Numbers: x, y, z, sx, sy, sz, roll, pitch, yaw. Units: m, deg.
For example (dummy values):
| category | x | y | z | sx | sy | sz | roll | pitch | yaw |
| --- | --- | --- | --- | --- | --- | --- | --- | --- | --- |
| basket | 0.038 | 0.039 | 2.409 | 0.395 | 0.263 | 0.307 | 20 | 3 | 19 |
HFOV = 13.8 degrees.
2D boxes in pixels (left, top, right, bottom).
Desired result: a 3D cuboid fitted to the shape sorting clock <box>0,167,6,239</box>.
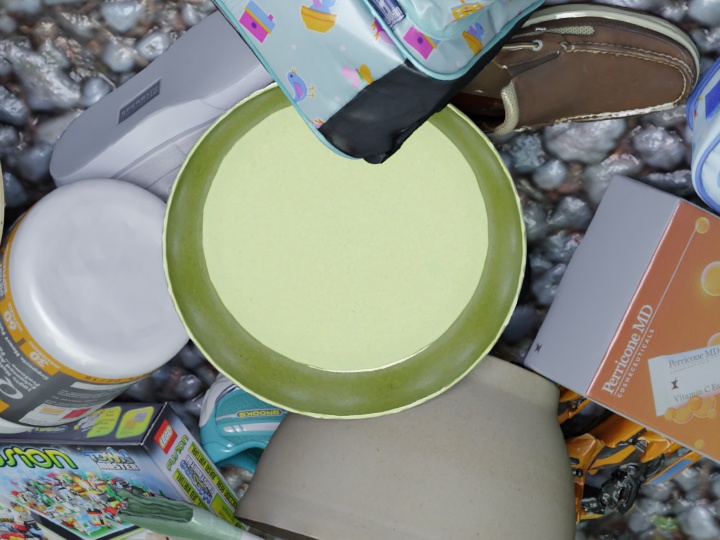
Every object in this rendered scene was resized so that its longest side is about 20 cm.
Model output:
| category | x | y | z | sx | sy | sz | roll | pitch | yaw |
| --- | --- | --- | --- | --- | --- | --- | --- | --- | --- |
| shape sorting clock | -0.271 | -0.065 | 1.681 | 0.200 | 0.039 | 0.201 | 16 | 114 | 40 |

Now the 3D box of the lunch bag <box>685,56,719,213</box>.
| category | x | y | z | sx | sy | sz | roll | pitch | yaw |
| --- | --- | --- | --- | --- | --- | --- | --- | --- | --- |
| lunch bag | 0.281 | -0.098 | 1.631 | 0.160 | 0.083 | 0.200 | 24 | 129 | -16 |

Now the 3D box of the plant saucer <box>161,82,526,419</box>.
| category | x | y | z | sx | sy | sz | roll | pitch | yaw |
| --- | --- | --- | --- | --- | --- | --- | --- | --- | --- |
| plant saucer | -0.009 | -0.017 | 1.638 | 0.199 | 0.031 | 0.201 | 0 | 108 | 2 |

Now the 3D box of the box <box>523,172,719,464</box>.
| category | x | y | z | sx | sy | sz | roll | pitch | yaw |
| --- | --- | --- | --- | --- | --- | --- | --- | --- | --- |
| box | 0.216 | 0.046 | 1.702 | 0.200 | 0.097 | 0.125 | 25 | 91 | -21 |

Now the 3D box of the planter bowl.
| category | x | y | z | sx | sy | sz | roll | pitch | yaw |
| --- | --- | --- | --- | --- | --- | --- | --- | --- | --- |
| planter bowl | 0.041 | 0.112 | 1.732 | 0.200 | 0.135 | 0.200 | 19 | 172 | 3 |

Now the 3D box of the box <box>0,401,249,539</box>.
| category | x | y | z | sx | sy | sz | roll | pitch | yaw |
| --- | --- | --- | --- | --- | --- | --- | --- | --- | --- |
| box | -0.173 | 0.129 | 1.852 | 0.200 | 0.035 | 0.110 | -2 | 135 | 39 |

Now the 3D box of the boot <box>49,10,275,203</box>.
| category | x | y | z | sx | sy | sz | roll | pitch | yaw |
| --- | --- | --- | --- | --- | --- | --- | --- | --- | --- |
| boot | -0.079 | -0.080 | 1.698 | 0.200 | 0.074 | 0.095 | -28 | 129 | 36 |

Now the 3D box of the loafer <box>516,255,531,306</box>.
| category | x | y | z | sx | sy | sz | roll | pitch | yaw |
| --- | --- | --- | --- | --- | --- | --- | --- | --- | --- |
| loafer | 0.000 | 0.000 | 1.760 | 0.200 | 0.070 | 0.068 | 0 | 90 | -10 |

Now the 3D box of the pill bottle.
| category | x | y | z | sx | sy | sz | roll | pitch | yaw |
| --- | --- | --- | --- | --- | --- | --- | --- | --- | --- |
| pill bottle | -0.176 | 0.027 | 1.723 | 0.116 | 0.117 | 0.200 | 26 | 154 | -17 |

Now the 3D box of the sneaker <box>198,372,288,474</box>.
| category | x | y | z | sx | sy | sz | roll | pitch | yaw |
| --- | --- | --- | --- | --- | --- | --- | --- | --- | --- |
| sneaker | -0.015 | 0.132 | 1.853 | 0.200 | 0.080 | 0.077 | 28 | 146 | -15 |

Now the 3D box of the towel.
| category | x | y | z | sx | sy | sz | roll | pitch | yaw |
| --- | --- | --- | --- | --- | --- | --- | --- | --- | --- |
| towel | -0.033 | 0.170 | 1.734 | 0.200 | 0.023 | 0.152 | 23 | 171 | -20 |

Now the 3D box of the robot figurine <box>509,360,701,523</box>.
| category | x | y | z | sx | sy | sz | roll | pitch | yaw |
| --- | --- | --- | --- | --- | --- | --- | --- | --- | --- |
| robot figurine | 0.142 | 0.091 | 1.823 | 0.145 | 0.058 | 0.200 | 35 | 125 | -20 |

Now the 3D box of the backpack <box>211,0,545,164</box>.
| category | x | y | z | sx | sy | sz | roll | pitch | yaw |
| --- | --- | --- | --- | --- | --- | --- | --- | --- | --- |
| backpack | -0.004 | -0.181 | 1.518 | 0.200 | 0.176 | 0.153 | 44 | 127 | 2 |

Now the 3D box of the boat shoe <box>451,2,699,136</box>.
| category | x | y | z | sx | sy | sz | roll | pitch | yaw |
| --- | --- | --- | --- | --- | --- | --- | --- | --- | --- |
| boat shoe | 0.087 | -0.101 | 1.651 | 0.202 | 0.075 | 0.075 | 1 | 131 | 5 |
